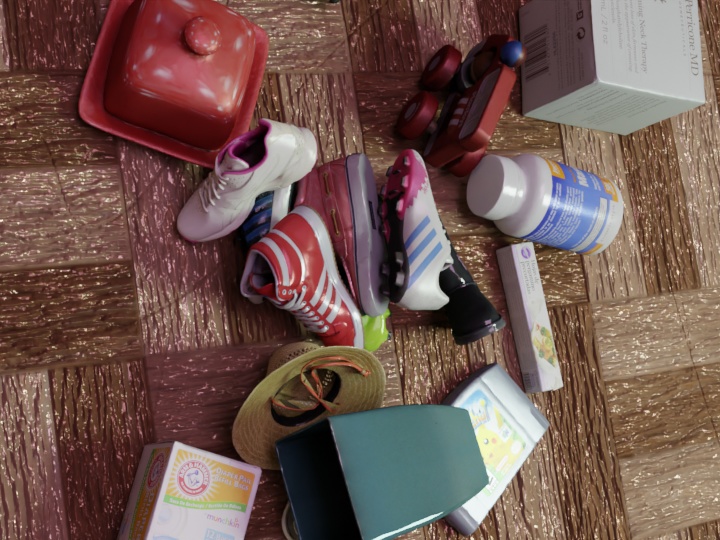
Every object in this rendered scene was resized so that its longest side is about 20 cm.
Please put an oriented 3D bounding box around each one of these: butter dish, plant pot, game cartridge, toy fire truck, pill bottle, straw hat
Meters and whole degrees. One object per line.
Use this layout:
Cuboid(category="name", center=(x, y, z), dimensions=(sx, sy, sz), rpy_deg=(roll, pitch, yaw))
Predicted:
Cuboid(category="butter dish", center=(-0.196, -0.242, 1.329), dimensions=(0.198, 0.148, 0.201), rpy_deg=(19, 72, -18))
Cuboid(category="plant pot", center=(0.035, 0.226, 1.311), dimensions=(0.198, 0.141, 0.143), rpy_deg=(-10, 77, -32))
Cuboid(category="game cartridge", center=(0.149, 0.221, 1.503), dimensions=(0.133, 0.040, 0.200), rpy_deg=(46, 62, -9))
Cuboid(category="toy fire truck", center=(0.150, -0.224, 1.513), dimensions=(0.112, 0.168, 0.201), rpy_deg=(35, 66, -19))
Cuboid(category="pill bottle", center=(0.245, -0.093, 1.567), dimensions=(0.198, 0.112, 0.113), rpy_deg=(13, 74, -30))
Cuboid(category="straw hat", center=(-0.069, 0.133, 1.357), dimensions=(0.199, 0.202, 0.085), rpy_deg=(-2, 41, -29))

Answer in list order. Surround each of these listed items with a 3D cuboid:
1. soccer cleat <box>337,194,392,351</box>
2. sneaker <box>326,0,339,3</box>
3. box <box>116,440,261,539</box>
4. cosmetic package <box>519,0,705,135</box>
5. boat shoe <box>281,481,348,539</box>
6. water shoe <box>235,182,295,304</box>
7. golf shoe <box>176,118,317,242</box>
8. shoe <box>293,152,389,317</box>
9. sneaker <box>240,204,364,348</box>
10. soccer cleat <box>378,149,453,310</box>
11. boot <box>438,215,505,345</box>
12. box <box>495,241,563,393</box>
Cuboid(category="soccer cleat", center=(0.000, 0.000, 1.449), dimensions=(0.080, 0.067, 0.202), rpy_deg=(6, 77, -15))
Cuboid(category="sneaker", center=(-0.102, -0.408, 1.476), dimensions=(0.200, 0.074, 0.080), rpy_deg=(45, 77, -9))
Cuboid(category="box", center=(-0.196, 0.295, 1.256), dimensions=(0.112, 0.101, 0.202), rpy_deg=(23, 70, -24))
Cuboid(category="cosmetic package", center=(0.350, -0.303, 1.642), dimensions=(0.198, 0.166, 0.169), rpy_deg=(4, 78, -29))
Cuboid(category="boat shoe", center=(-0.009, 0.253, 1.393), dimensions=(0.201, 0.060, 0.072), rpy_deg=(-36, 98, -30))
Cuboid(category="water shoe", center=(-0.126, -0.060, 1.398), dimensions=(0.078, 0.072, 0.202), rpy_deg=(9, 75, 2))
Cuboid(category="golf shoe", center=(-0.145, -0.106, 1.320), dimensions=(0.091, 0.199, 0.076), rpy_deg=(23, 35, -55))
Cuboid(category="shoe", center=(-0.023, -0.037, 1.404), dimensions=(0.071, 0.090, 0.202), rpy_deg=(23, 57, -66))
Cuboid(category="sneaker", center=(-0.068, 0.039, 1.341), dimensions=(0.112, 0.071, 0.202), rpy_deg=(-37, 116, -38))
Cuboid(category="soccer cleat", center=(0.070, -0.045, 1.394), dimensions=(0.086, 0.070, 0.202), rpy_deg=(14, 65, -25))
Cuboid(category="boot", center=(0.104, -0.014, 1.456), dimensions=(0.065, 0.165, 0.202), rpy_deg=(-24, 96, -4))
Cuboid(category="box", center=(0.228, 0.064, 1.574), dimensions=(0.038, 0.041, 0.202), rpy_deg=(-8, 83, -31))
